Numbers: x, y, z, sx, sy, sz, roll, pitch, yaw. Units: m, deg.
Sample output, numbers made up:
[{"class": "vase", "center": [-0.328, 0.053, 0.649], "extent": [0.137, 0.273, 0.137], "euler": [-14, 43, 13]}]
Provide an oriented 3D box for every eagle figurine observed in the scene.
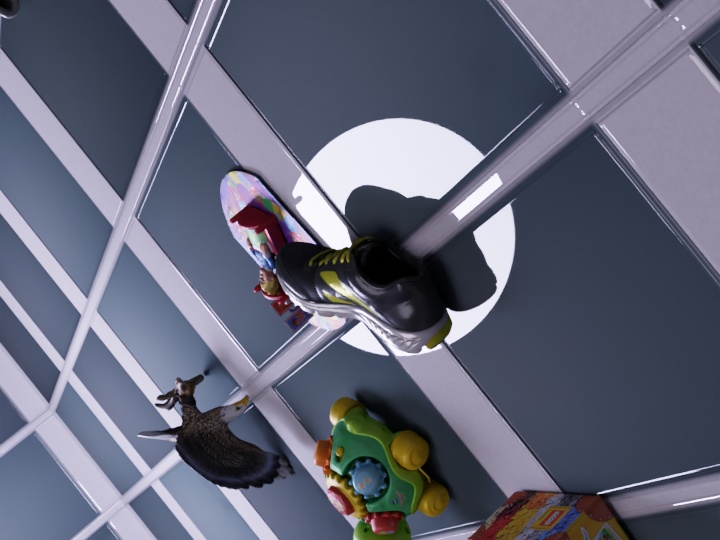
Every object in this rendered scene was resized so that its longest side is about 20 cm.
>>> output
[{"class": "eagle figurine", "center": [-0.197, 0.236, 1.696], "extent": [0.201, 0.151, 0.151], "euler": [54, 136, 7]}]

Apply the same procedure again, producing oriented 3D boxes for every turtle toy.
[{"class": "turtle toy", "center": [0.017, 0.243, 1.352], "extent": [0.145, 0.101, 0.201], "euler": [22, 142, 48]}]

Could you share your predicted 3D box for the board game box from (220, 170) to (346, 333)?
[{"class": "board game box", "center": [-0.094, -0.010, 1.268], "extent": [0.200, 0.039, 0.158], "euler": [47, 156, 8]}]

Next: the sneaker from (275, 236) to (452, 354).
[{"class": "sneaker", "center": [0.000, 0.000, 1.098], "extent": [0.199, 0.074, 0.085], "euler": [21, 137, 35]}]

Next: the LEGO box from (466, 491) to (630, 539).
[{"class": "LEGO box", "center": [0.212, 0.307, 1.128], "extent": [0.201, 0.077, 0.149], "euler": [55, 156, -7]}]

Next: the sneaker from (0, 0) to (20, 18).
[{"class": "sneaker", "center": [-0.428, -0.362, 1.349], "extent": [0.086, 0.075, 0.201], "euler": [30, 156, 25]}]
